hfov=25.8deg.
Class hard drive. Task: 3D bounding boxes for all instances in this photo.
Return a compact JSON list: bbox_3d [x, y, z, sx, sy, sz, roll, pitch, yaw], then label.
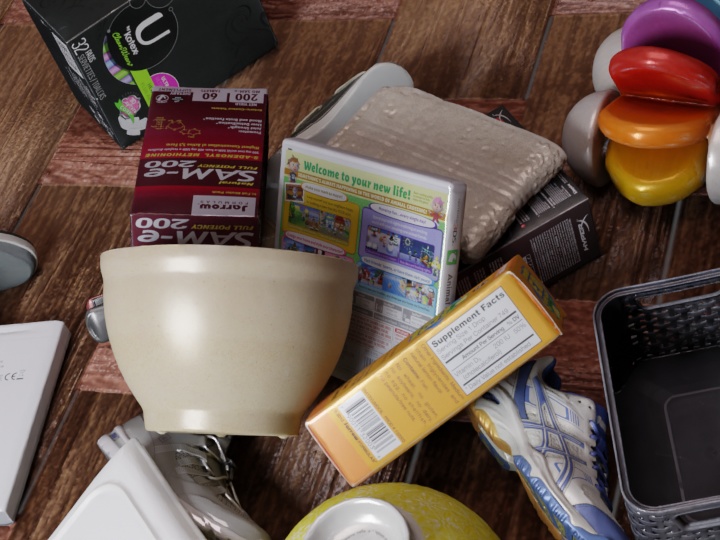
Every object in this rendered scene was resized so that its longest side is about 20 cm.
[{"bbox_3d":[-0.340,0.134,1.382,0.131,0.027,0.201,-5,48,17],"label":"hard drive"}]

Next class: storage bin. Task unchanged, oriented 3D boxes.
[{"bbox_3d":[0.250,0.107,1.132,0.134,0.094,0.201,-12,47,10],"label":"storage bin"}]

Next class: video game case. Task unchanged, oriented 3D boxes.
[{"bbox_3d":[0.000,0.000,1.265,0.022,0.184,0.199,-7,18,-43],"label":"video game case"}]

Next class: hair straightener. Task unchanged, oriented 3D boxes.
[{"bbox_3d":[-0.148,0.023,1.391,0.198,0.041,0.077,-14,17,-1],"label":"hair straightener"}]

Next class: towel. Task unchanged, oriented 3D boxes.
[{"bbox_3d":[0.058,-0.083,1.313,0.199,0.035,0.133,26,64,36],"label":"towel"}]

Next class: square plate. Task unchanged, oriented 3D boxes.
[{"bbox_3d":[-0.191,0.255,1.162,0.198,0.028,0.200,-50,48,7],"label":"square plate"}]

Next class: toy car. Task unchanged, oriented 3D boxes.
[{"bbox_3d":[0.264,-0.159,1.325,0.174,0.151,0.201,9,53,28],"label":"toy car"}]

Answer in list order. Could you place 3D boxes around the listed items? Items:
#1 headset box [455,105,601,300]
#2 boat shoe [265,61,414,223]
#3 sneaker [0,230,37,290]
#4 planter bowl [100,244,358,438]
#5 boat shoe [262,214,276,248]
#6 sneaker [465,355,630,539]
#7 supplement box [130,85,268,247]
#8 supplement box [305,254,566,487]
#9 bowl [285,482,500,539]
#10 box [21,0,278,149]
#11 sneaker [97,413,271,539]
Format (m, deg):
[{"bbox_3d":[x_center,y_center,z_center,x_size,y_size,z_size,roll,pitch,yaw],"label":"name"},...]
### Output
[{"bbox_3d":[0.079,-0.031,1.333,0.199,0.078,0.149,-31,46,-6],"label":"headset box"},{"bbox_3d":[-0.030,-0.114,1.466,0.200,0.071,0.064,-44,16,-9],"label":"boat shoe"},{"bbox_3d":[-0.381,0.023,1.425,0.198,0.084,0.121,-6,41,-25],"label":"sneaker"},{"bbox_3d":[-0.103,0.060,1.205,0.198,0.200,0.136,0,84,21],"label":"planter bowl"},{"bbox_3d":[-0.135,-0.052,1.413,0.072,0.066,0.199,-18,25,-33],"label":"boat shoe"},{"bbox_3d":[0.154,0.134,1.157,0.088,0.076,0.200,-29,46,-7],"label":"sneaker"},{"bbox_3d":[-0.135,-0.082,1.352,0.108,0.061,0.201,1,38,-2],"label":"supplement box"},{"bbox_3d":[0.057,0.074,1.168,0.199,0.069,0.067,-36,3,15],"label":"supplement box"},{"bbox_3d":[0.010,0.222,1.111,0.198,0.108,0.201,-11,47,12],"label":"bowl"},{"bbox_3d":[-0.212,-0.254,1.596,0.199,0.149,0.124,-36,46,-13],"label":"box"},{"bbox_3d":[-0.129,0.162,1.240,0.082,0.075,0.200,-42,48,-16],"label":"sneaker"}]
